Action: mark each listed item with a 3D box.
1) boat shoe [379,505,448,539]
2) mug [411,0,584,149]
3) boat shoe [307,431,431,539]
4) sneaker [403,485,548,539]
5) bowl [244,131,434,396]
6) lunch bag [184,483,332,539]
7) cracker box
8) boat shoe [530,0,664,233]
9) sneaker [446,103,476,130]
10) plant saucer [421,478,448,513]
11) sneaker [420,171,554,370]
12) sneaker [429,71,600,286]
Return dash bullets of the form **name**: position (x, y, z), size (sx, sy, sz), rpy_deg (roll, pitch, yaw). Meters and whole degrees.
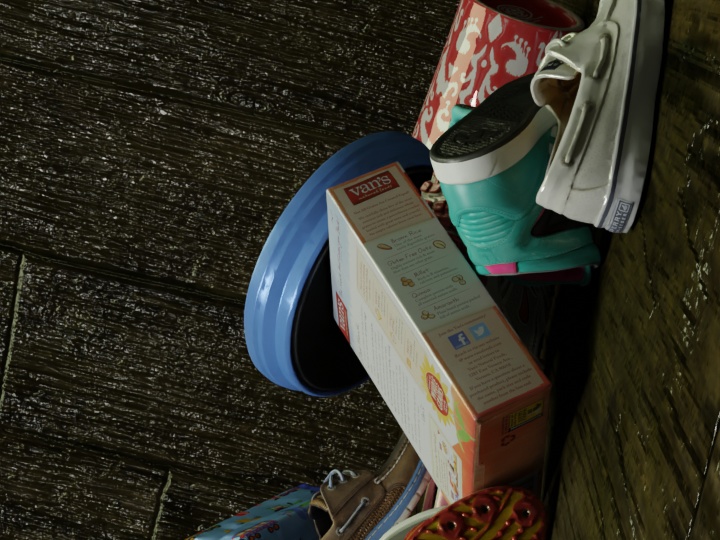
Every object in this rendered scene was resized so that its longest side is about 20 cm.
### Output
- **boat shoe**: position (0.011, 0.247, 1.308), size (0.201, 0.072, 0.060), rpy_deg (-38, 3, 8)
- **mug**: position (0.113, -0.144, 1.563), size (0.178, 0.132, 0.202), rpy_deg (-82, 8, -66)
- **boat shoe**: position (-0.004, 0.192, 1.400), size (0.201, 0.072, 0.072), rpy_deg (-58, -1, -30)
- **sneaker**: position (0.036, 0.207, 1.082), size (0.200, 0.073, 0.077), rpy_deg (-46, -9, 0)
- **bowl**: position (0.000, 0.000, 1.271), size (0.200, 0.039, 0.202), rpy_deg (-37, -36, -33)
- **lunch bag**: position (-0.045, 0.291, 1.462), size (0.094, 0.150, 0.202), rpy_deg (-13, 95, 47)
- **cracker box**: position (0.046, 0.048, 1.132), size (0.201, 0.057, 0.135), rpy_deg (57, 161, 34)
- **boat shoe**: position (0.136, -0.112, 1.051), size (0.071, 0.069, 0.201), rpy_deg (103, 179, -58)
- **sneaker**: position (0.105, -0.066, 1.281), size (0.200, 0.090, 0.078), rpy_deg (-105, 30, -65)
- **plant saucer**: position (0.077, 0.196, 1.424), size (0.201, 0.050, 0.203), rpy_deg (-167, 90, -89)
- **sneaker**: position (0.086, 0.005, 1.219), size (0.082, 0.078, 0.202), rpy_deg (-29, -50, -31)
- **sneaker**: position (0.120, -0.052, 1.124), size (0.200, 0.083, 0.122), rpy_deg (-36, -62, -47)
